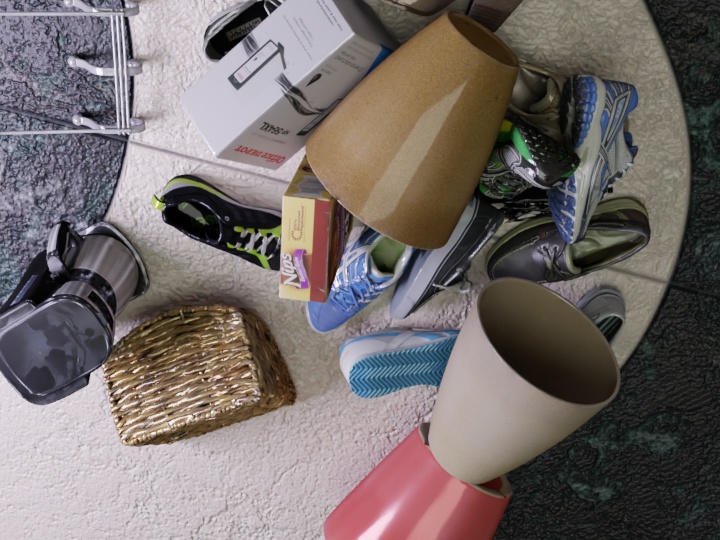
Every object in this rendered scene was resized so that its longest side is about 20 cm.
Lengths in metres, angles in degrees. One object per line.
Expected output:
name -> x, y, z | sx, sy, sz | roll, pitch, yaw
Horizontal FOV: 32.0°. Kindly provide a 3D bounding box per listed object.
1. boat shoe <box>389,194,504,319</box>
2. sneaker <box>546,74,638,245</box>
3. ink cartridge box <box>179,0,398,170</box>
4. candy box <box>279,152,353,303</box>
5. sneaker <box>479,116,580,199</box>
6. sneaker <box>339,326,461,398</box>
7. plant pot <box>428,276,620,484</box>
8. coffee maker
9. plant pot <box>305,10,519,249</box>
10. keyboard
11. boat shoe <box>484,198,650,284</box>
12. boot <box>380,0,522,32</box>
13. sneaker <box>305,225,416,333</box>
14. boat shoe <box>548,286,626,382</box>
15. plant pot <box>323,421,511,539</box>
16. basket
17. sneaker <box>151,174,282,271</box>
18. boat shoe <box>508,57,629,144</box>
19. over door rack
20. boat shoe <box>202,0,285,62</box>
boat shoe -> 0.099, -0.008, 1.444 | 0.067, 0.074, 0.200 | 23, 125, -13
sneaker -> 0.256, -0.113, 1.346 | 0.084, 0.078, 0.202 | -5, 128, -12
ink cartridge box -> -0.070, -0.202, 1.328 | 0.199, 0.146, 0.085 | -39, 74, 18
candy box -> -0.043, -0.062, 1.368 | 0.055, 0.201, 0.118 | 6, 116, 4
sneaker -> 0.170, -0.108, 1.323 | 0.077, 0.200, 0.086 | 25, 97, -12
sneaker -> 0.071, 0.099, 1.507 | 0.197, 0.081, 0.078 | -3, 114, -17
plant pot -> 0.162, 0.144, 1.430 | 0.185, 0.188, 0.201 | 28, 125, -9
coffee maker -> -0.347, 0.062, 1.444 | 0.134, 0.201, 0.193 | 35, 112, -11
plant pot -> 0.071, -0.159, 1.299 | 0.185, 0.187, 0.201 | 32, 115, -11
keyboard -> 0.187, -0.105, 1.435 | 0.196, 0.040, 0.106 | -4, 91, 6
boat shoe -> 0.237, -0.024, 1.442 | 0.198, 0.066, 0.073 | -19, 113, 12
boot -> 0.100, -0.336, 1.302 | 0.197, 0.071, 0.148 | 11, 123, -17
sneaker -> 0.000, 0.000, 1.462 | 0.075, 0.077, 0.201 | 33, 114, -13
boat shoe -> 0.245, 0.107, 1.501 | 0.073, 0.067, 0.201 | 27, 113, -8
plant pot -> 0.081, 0.299, 1.543 | 0.199, 0.201, 0.179 | 32, 103, -11
basket -> -0.199, 0.122, 1.538 | 0.197, 0.149, 0.145 | -20, 79, 12
sneaker -> -0.149, -0.040, 1.449 | 0.197, 0.083, 0.072 | 22, 115, -7
boat shoe -> 0.205, -0.184, 1.367 | 0.198, 0.065, 0.073 | 27, 103, -6
over door rack -> -0.340, -0.221, 1.379 | 0.197, 0.067, 0.150 | -7, 116, -17
boat shoe -> -0.080, -0.276, 1.348 | 0.198, 0.064, 0.071 | -27, 110, 14
